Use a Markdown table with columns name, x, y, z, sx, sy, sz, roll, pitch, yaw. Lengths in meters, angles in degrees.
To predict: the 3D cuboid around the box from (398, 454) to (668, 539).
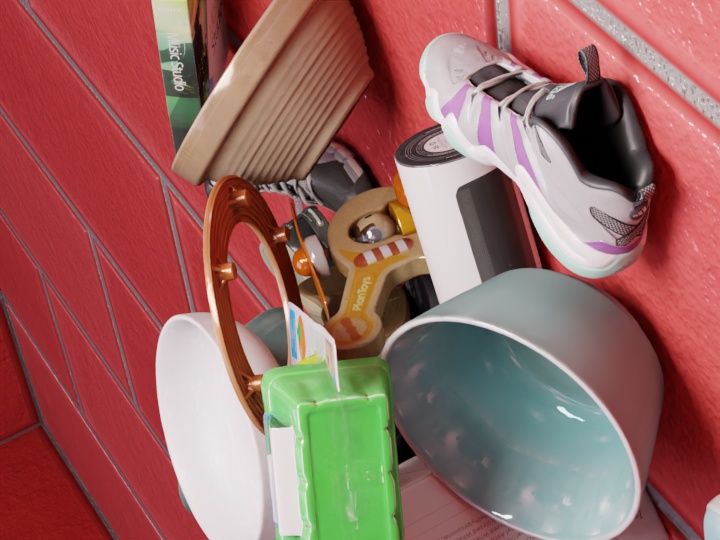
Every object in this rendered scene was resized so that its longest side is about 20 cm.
| name | x | y | z | sx | sy | sz | roll | pitch | yaw |
| --- | --- | --- | --- | --- | --- | --- | --- | --- | --- |
| box | 0.088 | 0.196 | 1.486 | 0.131 | 0.200 | 0.199 | 64 | 160 | 2 |

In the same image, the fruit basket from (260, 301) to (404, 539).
| name | x | y | z | sx | sy | sz | roll | pitch | yaw |
| --- | --- | --- | --- | --- | --- | --- | --- | --- | --- |
| fruit basket | -0.032 | 0.124 | 1.344 | 0.200 | 0.094 | 0.186 | -159 | 63 | -72 |

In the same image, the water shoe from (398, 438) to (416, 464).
| name | x | y | z | sx | sy | sz | roll | pitch | yaw |
| --- | --- | --- | --- | --- | --- | --- | --- | --- | --- |
| water shoe | 0.068 | 0.206 | 1.765 | 0.200 | 0.079 | 0.072 | 45 | 155 | 46 |

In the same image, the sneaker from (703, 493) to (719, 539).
| name | x | y | z | sx | sy | sz | roll | pitch | yaw |
| --- | --- | --- | --- | --- | --- | --- | --- | --- | --- |
| sneaker | 0.247 | 0.242 | 1.295 | 0.074 | 0.082 | 0.200 | 29 | 142 | 60 |

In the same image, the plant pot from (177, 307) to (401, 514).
| name | x | y | z | sx | sy | sz | roll | pitch | yaw |
| --- | --- | --- | --- | --- | --- | --- | --- | --- | --- |
| plant pot | -0.048 | 0.149 | 1.724 | 0.134 | 0.200 | 0.200 | 22 | 144 | 22 |

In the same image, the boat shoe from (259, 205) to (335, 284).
| name | x | y | z | sx | sy | sz | roll | pitch | yaw |
| --- | --- | --- | --- | --- | --- | --- | --- | --- | --- |
| boat shoe | -0.002 | 0.032 | 1.762 | 0.200 | 0.068 | 0.072 | 50 | 155 | -7 |

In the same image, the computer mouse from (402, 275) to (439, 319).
| name | x | y | z | sx | sy | sz | roll | pitch | yaw |
| --- | --- | --- | --- | --- | --- | --- | --- | --- | --- |
| computer mouse | 0.050 | 0.024 | 1.640 | 0.200 | 0.046 | 0.141 | 109 | 148 | -63 |

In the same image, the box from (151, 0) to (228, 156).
| name | x | y | z | sx | sy | sz | roll | pitch | yaw |
| --- | --- | --- | --- | --- | --- | --- | --- | --- | --- |
| box | -0.150 | -0.219 | 1.755 | 0.200 | 0.036 | 0.145 | 85 | -171 | -51 |

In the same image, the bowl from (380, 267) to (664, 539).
| name | x | y | z | sx | sy | sz | roll | pitch | yaw |
| --- | --- | --- | --- | --- | --- | --- | --- | --- | --- |
| bowl | 0.124 | 0.076 | 1.321 | 0.201 | 0.105 | 0.201 | 27 | 144 | 22 |

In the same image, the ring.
| name | x | y | z | sx | sy | sz | roll | pitch | yaw |
| --- | --- | --- | --- | --- | --- | --- | --- | --- | --- |
| ring | -0.070 | 0.026 | 1.457 | 0.200 | 0.019 | 0.201 | -11 | -90 | -75 |

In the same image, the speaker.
| name | x | y | z | sx | sy | sz | roll | pitch | yaw |
| --- | --- | --- | --- | --- | --- | --- | --- | --- | --- |
| speaker | 0.089 | -0.004 | 1.412 | 0.081 | 0.081 | 0.200 | 31 | 142 | 60 |

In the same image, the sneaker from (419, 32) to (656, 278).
| name | x | y | z | sx | sy | sz | roll | pitch | yaw |
| --- | --- | --- | --- | --- | --- | --- | --- | --- | --- |
| sneaker | 0.117 | -0.103 | 1.217 | 0.200 | 0.078 | 0.140 | 47 | 156 | 19 |

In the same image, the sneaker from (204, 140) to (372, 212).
| name | x | y | z | sx | sy | sz | roll | pitch | yaw |
| --- | --- | --- | --- | --- | --- | --- | --- | --- | --- |
| sneaker | -0.072 | -0.075 | 1.718 | 0.200 | 0.115 | 0.075 | 43 | 153 | 49 |

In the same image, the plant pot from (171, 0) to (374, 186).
| name | x | y | z | sx | sy | sz | roll | pitch | yaw |
| --- | --- | --- | --- | --- | --- | --- | --- | --- | --- |
| plant pot | -0.053 | -0.136 | 1.516 | 0.093 | 0.201 | 0.201 | 33 | 161 | -2 |

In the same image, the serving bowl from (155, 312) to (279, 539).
| name | x | y | z | sx | sy | sz | roll | pitch | yaw |
| --- | --- | --- | --- | --- | --- | --- | --- | --- | --- |
| serving bowl | -0.094 | 0.125 | 1.567 | 0.200 | 0.066 | 0.200 | 42 | 140 | 51 |

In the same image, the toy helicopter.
| name | x | y | z | sx | sy | sz | roll | pitch | yaw |
| --- | --- | --- | --- | --- | --- | --- | --- | --- | --- |
| toy helicopter | 0.000 | 0.000 | 1.474 | 0.200 | 0.132 | 0.079 | -72 | -25 | -50 |

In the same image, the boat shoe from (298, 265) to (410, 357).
| name | x | y | z | sx | sy | sz | roll | pitch | yaw |
| --- | --- | --- | --- | --- | --- | --- | --- | --- | --- |
| boat shoe | 0.001 | 0.047 | 1.624 | 0.065 | 0.072 | 0.200 | 70 | 168 | -16 |
